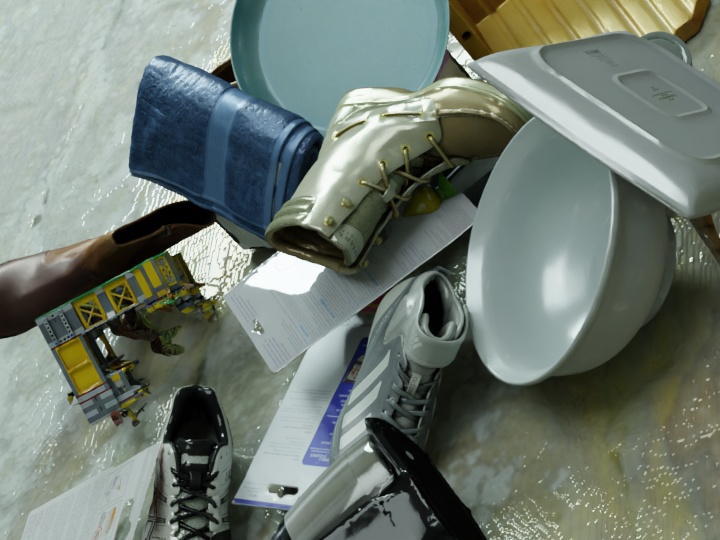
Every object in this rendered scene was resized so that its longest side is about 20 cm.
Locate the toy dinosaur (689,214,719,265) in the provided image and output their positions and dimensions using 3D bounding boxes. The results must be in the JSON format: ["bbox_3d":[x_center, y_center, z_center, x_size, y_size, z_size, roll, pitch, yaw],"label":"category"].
[{"bbox_3d":[0.239,-0.078,1.514,0.106,0.060,0.200,12,49,3],"label":"toy dinosaur"}]

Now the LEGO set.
[{"bbox_3d":[-0.185,0.063,1.770,0.154,0.116,0.200,-28,0,-8],"label":"LEGO set"}]

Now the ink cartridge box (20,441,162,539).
[{"bbox_3d":[-0.215,0.238,1.656,0.200,0.050,0.161,-29,37,43],"label":"ink cartridge box"}]

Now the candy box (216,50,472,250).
[{"bbox_3d":[-0.018,-0.107,1.808,0.200,0.072,0.168,-3,53,43],"label":"candy box"}]

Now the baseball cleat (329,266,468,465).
[{"bbox_3d":[0.028,0.091,1.537,0.106,0.070,0.200,140,142,-64],"label":"baseball cleat"}]

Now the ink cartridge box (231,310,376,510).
[{"bbox_3d":[-0.016,0.108,1.631,0.099,0.039,0.200,2,56,44],"label":"ink cartridge box"}]

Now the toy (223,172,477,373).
[{"bbox_3d":[0.000,0.000,1.647,0.200,0.047,0.115,-39,39,1],"label":"toy"}]

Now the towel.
[{"bbox_3d":[-0.114,-0.100,1.750,0.200,0.049,0.112,28,120,37],"label":"towel"}]

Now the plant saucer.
[{"bbox_3d":[-0.014,-0.197,1.736,0.200,0.027,0.200,-3,83,24],"label":"plant saucer"}]

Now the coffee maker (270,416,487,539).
[{"bbox_3d":[-0.011,0.229,1.431,0.200,0.135,0.192,-41,37,8],"label":"coffee maker"}]

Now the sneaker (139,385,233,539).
[{"bbox_3d":[-0.135,0.175,1.624,0.076,0.088,0.200,-1,45,-6],"label":"sneaker"}]

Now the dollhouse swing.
[{"bbox_3d":[0.154,-0.250,1.713,0.200,0.182,0.176,-37,26,10],"label":"dollhouse swing"}]

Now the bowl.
[{"bbox_3d":[0.162,-0.011,1.497,0.201,0.090,0.201,-39,46,55],"label":"bowl"}]

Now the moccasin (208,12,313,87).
[{"bbox_3d":[-0.052,-0.202,1.808,0.201,0.078,0.074,-34,36,13],"label":"moccasin"}]

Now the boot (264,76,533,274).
[{"bbox_3d":[0.029,-0.070,1.595,0.200,0.072,0.155,2,50,44],"label":"boot"}]

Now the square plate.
[{"bbox_3d":[0.204,-0.112,1.458,0.198,0.200,0.028,38,121,26],"label":"square plate"}]

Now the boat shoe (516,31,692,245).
[{"bbox_3d":[0.185,-0.092,1.610,0.200,0.060,0.076,-45,70,-2],"label":"boat shoe"}]

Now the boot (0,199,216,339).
[{"bbox_3d":[-0.241,0.001,1.831,0.188,0.069,0.200,-14,-3,-29],"label":"boot"}]

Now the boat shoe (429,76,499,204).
[{"bbox_3d":[0.124,-0.130,1.661,0.199,0.074,0.068,-43,74,32],"label":"boat shoe"}]
